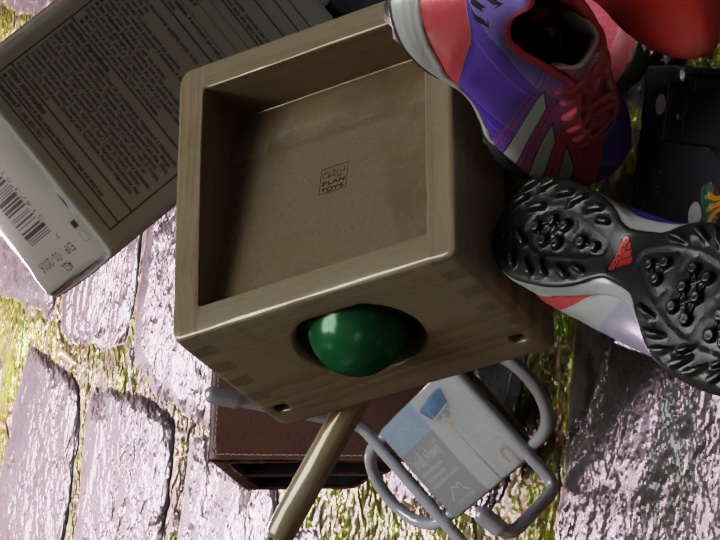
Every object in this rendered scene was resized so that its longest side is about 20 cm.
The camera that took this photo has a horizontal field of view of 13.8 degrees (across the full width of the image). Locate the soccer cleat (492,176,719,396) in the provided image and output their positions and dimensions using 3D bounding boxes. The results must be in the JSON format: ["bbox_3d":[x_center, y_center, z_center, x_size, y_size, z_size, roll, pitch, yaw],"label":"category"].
[{"bbox_3d":[0.143,0.013,1.329,0.200,0.073,0.068,27,88,50],"label":"soccer cleat"}]

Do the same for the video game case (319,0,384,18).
[{"bbox_3d":[0.028,-0.213,1.698,0.181,0.025,0.200,-62,11,-26],"label":"video game case"}]

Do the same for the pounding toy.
[{"bbox_3d":[0.000,0.000,1.466,0.184,0.142,0.201,-17,55,26],"label":"pounding toy"}]

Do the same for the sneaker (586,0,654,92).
[{"bbox_3d":[0.103,-0.178,1.528,0.074,0.086,0.201,124,144,-53],"label":"sneaker"}]

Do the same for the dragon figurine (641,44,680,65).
[{"bbox_3d":[0.132,-0.195,1.461,0.059,0.099,0.201,-38,44,52],"label":"dragon figurine"}]

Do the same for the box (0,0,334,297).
[{"bbox_3d":[-0.124,-0.101,1.652,0.128,0.200,0.109,51,153,-4],"label":"box"}]

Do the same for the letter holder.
[{"bbox_3d":[-0.009,0.024,1.777,0.101,0.141,0.201,54,-144,-73],"label":"letter holder"}]

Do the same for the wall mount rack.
[{"bbox_3d":[0.014,0.088,1.611,0.174,0.075,0.200,47,147,3],"label":"wall mount rack"}]

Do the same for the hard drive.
[{"bbox_3d":[0.181,-0.021,1.358,0.200,0.038,0.140,-168,84,-70],"label":"hard drive"}]

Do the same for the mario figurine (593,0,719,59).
[{"bbox_3d":[0.165,-0.184,1.371,0.106,0.123,0.201,-31,42,45],"label":"mario figurine"}]

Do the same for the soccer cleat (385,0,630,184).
[{"bbox_3d":[0.086,-0.089,1.353,0.073,0.200,0.068,8,71,34],"label":"soccer cleat"}]
